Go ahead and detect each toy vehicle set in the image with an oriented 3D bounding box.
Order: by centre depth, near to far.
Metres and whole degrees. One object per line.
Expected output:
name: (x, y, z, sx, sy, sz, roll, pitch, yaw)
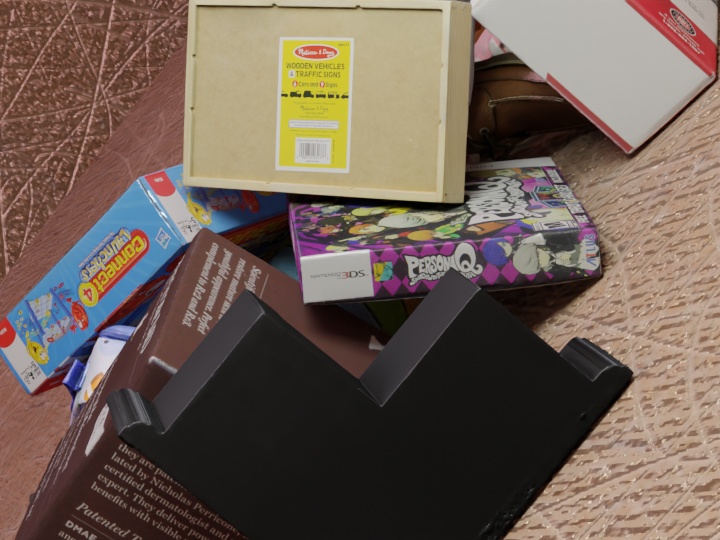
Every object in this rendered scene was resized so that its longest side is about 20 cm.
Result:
toy vehicle set: (-0.024, -0.110, 1.626, 0.200, 0.125, 0.026, 5, 4, 32)

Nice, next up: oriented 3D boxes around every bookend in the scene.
bookend: (0.002, 0.065, 1.390, 0.199, 0.200, 0.092, -51, 13, 1)

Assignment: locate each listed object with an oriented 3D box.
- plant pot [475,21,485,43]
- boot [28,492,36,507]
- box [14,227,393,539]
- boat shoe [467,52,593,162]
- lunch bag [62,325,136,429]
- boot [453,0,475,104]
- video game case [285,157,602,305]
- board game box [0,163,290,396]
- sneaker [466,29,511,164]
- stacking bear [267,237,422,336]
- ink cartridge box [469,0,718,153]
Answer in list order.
plant pot: (0.091, -0.232, 1.947, 0.200, 0.200, 0.140, -37, 29, 46)
boot: (-0.166, 0.242, 1.686, 0.069, 0.200, 0.174, -5, 74, 37)
box: (-0.089, 0.121, 1.555, 0.200, 0.164, 0.166, -55, 9, 28)
boat shoe: (0.089, -0.106, 1.782, 0.200, 0.072, 0.068, 3, 64, 43)
lunch bag: (-0.122, 0.097, 1.737, 0.200, 0.160, 0.076, 121, 169, -72)
boot: (0.045, -0.161, 1.647, 0.073, 0.200, 0.096, -7, 36, 4)
video game case: (0.047, -0.027, 1.611, 0.181, 0.036, 0.200, -6, 15, -2)
board game box: (-0.129, -0.009, 1.793, 0.200, 0.056, 0.196, -21, -16, -51)
sneaker: (0.098, -0.128, 1.869, 0.200, 0.075, 0.105, -47, 7, 49)
stacking bear: (0.000, 0.000, 1.785, 0.200, 0.121, 0.114, -43, -34, -17)
ink cartridge box: (0.157, -0.188, 1.682, 0.084, 0.144, 0.200, -43, 14, 27)
